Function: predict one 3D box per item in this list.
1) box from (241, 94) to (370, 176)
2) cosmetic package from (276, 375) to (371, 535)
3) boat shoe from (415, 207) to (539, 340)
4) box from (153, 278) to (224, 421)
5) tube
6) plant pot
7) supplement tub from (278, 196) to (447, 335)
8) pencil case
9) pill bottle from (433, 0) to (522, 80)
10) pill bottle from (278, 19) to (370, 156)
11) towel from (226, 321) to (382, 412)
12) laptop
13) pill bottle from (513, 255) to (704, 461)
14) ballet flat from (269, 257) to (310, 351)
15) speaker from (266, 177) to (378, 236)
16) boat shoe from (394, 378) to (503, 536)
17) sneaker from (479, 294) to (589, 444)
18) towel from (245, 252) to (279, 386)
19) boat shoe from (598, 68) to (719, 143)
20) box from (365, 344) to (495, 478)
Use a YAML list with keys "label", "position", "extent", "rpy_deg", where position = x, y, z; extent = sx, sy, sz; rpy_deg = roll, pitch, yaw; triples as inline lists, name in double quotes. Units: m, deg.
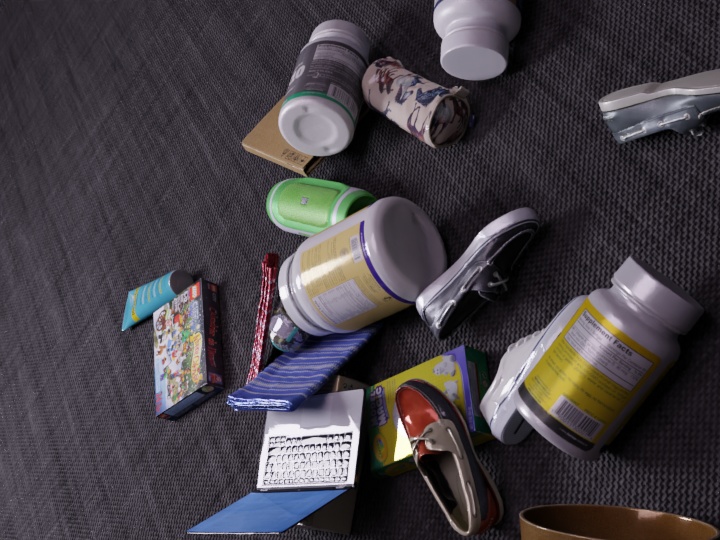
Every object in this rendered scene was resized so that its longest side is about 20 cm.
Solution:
- label: "box"
  position: [-0.086, -0.234, 1.724]
  extent: [0.164, 0.021, 0.200]
  rpy_deg: [-48, 37, -11]
- label: "cosmetic package"
  position: [-0.054, 0.246, 1.458]
  extent: [0.103, 0.073, 0.200]
  rpy_deg: [-8, 66, 46]
- label: "boat shoe"
  position: [0.153, 0.008, 1.341]
  extent: [0.200, 0.072, 0.068]
  rpy_deg: [-43, 53, 19]
- label: "box"
  position: [-0.288, 0.131, 1.801]
  extent: [0.136, 0.038, 0.200]
  rpy_deg: [-34, 49, 33]
- label: "tube"
  position: [-0.369, 0.048, 1.931]
  extent: [0.200, 0.050, 0.078]
  rpy_deg: [-24, 48, 46]
- label: "plant pot"
  position: [0.238, 0.337, 1.025]
  extent: [0.186, 0.186, 0.201]
  rpy_deg: [2, 87, 48]
- label: "supplement tub"
  position: [0.000, 0.000, 1.458]
  extent: [0.200, 0.145, 0.146]
  rpy_deg: [-26, 54, 39]
- label: "pencil case"
  position: [0.077, -0.243, 1.542]
  extent: [0.090, 0.078, 0.200]
  rpy_deg: [-52, 41, 2]
- label: "pill bottle"
  position: [0.161, -0.368, 1.475]
  extent: [0.120, 0.120, 0.200]
  rpy_deg: [-15, 62, 44]
- label: "pill bottle"
  position: [-0.048, -0.277, 1.624]
  extent: [0.113, 0.113, 0.200]
  rpy_deg: [-26, 36, 38]
- label: "towel"
  position: [-0.077, 0.128, 1.484]
  extent: [0.145, 0.024, 0.200]
  rpy_deg: [-6, 28, 47]
- label: "laptop"
  position: [-0.106, 0.241, 1.370]
  extent: [0.187, 0.116, 0.200]
  rpy_deg: [-12, 63, 43]
- label: "pill bottle"
  position: [0.263, 0.092, 1.145]
  extent: [0.200, 0.114, 0.114]
  rpy_deg: [-55, 41, 13]
- label: "ballet flat"
  position: [-0.086, 0.033, 1.568]
  extent: [0.072, 0.072, 0.200]
  rpy_deg: [-40, 26, 29]
- label: "speaker"
  position: [-0.055, -0.089, 1.610]
  extent: [0.200, 0.088, 0.089]
  rpy_deg: [14, 83, 50]
- label: "boat shoe"
  position: [0.093, 0.215, 1.261]
  extent: [0.071, 0.063, 0.200]
  rpy_deg: [-43, 68, 35]
- label: "sneaker"
  position: [0.199, 0.103, 1.243]
  extent: [0.200, 0.073, 0.071]
  rpy_deg: [-56, 44, 13]
- label: "towel"
  position: [-0.143, 0.076, 1.587]
  extent: [0.145, 0.022, 0.200]
  rpy_deg: [-107, 25, -82]
- label: "boat shoe"
  position: [0.367, -0.183, 1.219]
  extent: [0.200, 0.073, 0.062]
  rpy_deg: [-4, 112, 40]
- label: "box"
  position: [0.075, 0.182, 1.365]
  extent: [0.200, 0.048, 0.118]
  rpy_deg: [-31, 52, 38]
